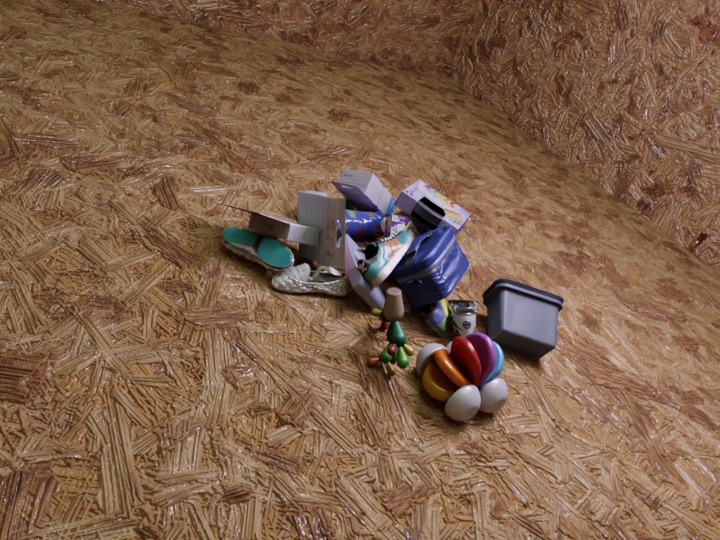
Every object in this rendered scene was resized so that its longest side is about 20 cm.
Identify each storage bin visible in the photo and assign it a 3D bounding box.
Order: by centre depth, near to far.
[{"bbox_3d":[0.407,0.134,1.497,0.194,0.146,0.138,18,58,-9],"label":"storage bin"}]

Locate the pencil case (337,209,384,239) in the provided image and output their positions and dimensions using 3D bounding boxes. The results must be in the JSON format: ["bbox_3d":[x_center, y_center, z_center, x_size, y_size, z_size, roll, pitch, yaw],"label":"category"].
[{"bbox_3d":[-0.018,-0.134,1.649,0.195,0.079,0.088,-2,52,-36],"label":"pencil case"}]

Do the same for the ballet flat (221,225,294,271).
[{"bbox_3d":[-0.235,-0.049,1.372,0.195,0.064,0.077,26,74,14],"label":"ballet flat"}]

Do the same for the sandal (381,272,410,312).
[{"bbox_3d":[0.088,0.022,1.503,0.077,0.060,0.209,5,36,-28],"label":"sandal"}]

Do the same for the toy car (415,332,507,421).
[{"bbox_3d":[0.225,0.201,1.231,0.195,0.153,0.176,-3,38,-36],"label":"toy car"}]

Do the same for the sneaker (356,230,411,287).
[{"bbox_3d":[0.059,-0.049,1.400,0.080,0.071,0.201,44,44,-6],"label":"sneaker"}]

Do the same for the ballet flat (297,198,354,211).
[{"bbox_3d":[-0.109,-0.177,1.687,0.195,0.073,0.064,1,10,-38],"label":"ballet flat"}]

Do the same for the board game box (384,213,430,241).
[{"bbox_3d":[0.140,-0.071,1.539,0.196,0.125,0.032,10,-12,-40],"label":"board game box"}]

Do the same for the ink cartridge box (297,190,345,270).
[{"bbox_3d":[-0.082,-0.100,1.407,0.046,0.166,0.197,-10,17,-38],"label":"ink cartridge box"}]

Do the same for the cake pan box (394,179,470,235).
[{"bbox_3d":[0.197,-0.163,1.584,0.181,0.053,0.200,34,26,10],"label":"cake pan box"}]

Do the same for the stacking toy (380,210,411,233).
[{"bbox_3d":[0.111,-0.111,1.597,0.146,0.149,0.198,41,19,29],"label":"stacking toy"}]

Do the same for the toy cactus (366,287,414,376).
[{"bbox_3d":[0.062,0.117,1.252,0.098,0.170,0.202,-1,27,0],"label":"toy cactus"}]

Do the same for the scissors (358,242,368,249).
[{"bbox_3d":[0.034,-0.053,1.552,0.072,0.014,0.200,30,7,3],"label":"scissors"}]

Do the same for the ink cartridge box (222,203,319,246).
[{"bbox_3d":[-0.219,-0.109,1.403,0.172,0.046,0.197,11,4,-40],"label":"ink cartridge box"}]

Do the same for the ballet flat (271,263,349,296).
[{"bbox_3d":[-0.113,0.015,1.372,0.194,0.073,0.073,6,34,-26],"label":"ballet flat"}]

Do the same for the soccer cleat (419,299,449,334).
[{"bbox_3d":[0.193,0.092,1.485,0.084,0.064,0.201,50,24,-12],"label":"soccer cleat"}]

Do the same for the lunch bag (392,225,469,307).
[{"bbox_3d":[0.165,-0.015,1.442,0.135,0.134,0.200,58,42,-14],"label":"lunch bag"}]

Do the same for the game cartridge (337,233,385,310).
[{"bbox_3d":[0.000,0.000,1.438,0.134,0.041,0.202,51,12,-38],"label":"game cartridge"}]

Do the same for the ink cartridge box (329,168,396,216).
[{"bbox_3d":[0.011,-0.229,1.699,0.113,0.068,0.199,17,-15,36],"label":"ink cartridge box"}]

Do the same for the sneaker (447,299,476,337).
[{"bbox_3d":[0.254,0.122,1.467,0.071,0.092,0.200,-1,5,9],"label":"sneaker"}]
